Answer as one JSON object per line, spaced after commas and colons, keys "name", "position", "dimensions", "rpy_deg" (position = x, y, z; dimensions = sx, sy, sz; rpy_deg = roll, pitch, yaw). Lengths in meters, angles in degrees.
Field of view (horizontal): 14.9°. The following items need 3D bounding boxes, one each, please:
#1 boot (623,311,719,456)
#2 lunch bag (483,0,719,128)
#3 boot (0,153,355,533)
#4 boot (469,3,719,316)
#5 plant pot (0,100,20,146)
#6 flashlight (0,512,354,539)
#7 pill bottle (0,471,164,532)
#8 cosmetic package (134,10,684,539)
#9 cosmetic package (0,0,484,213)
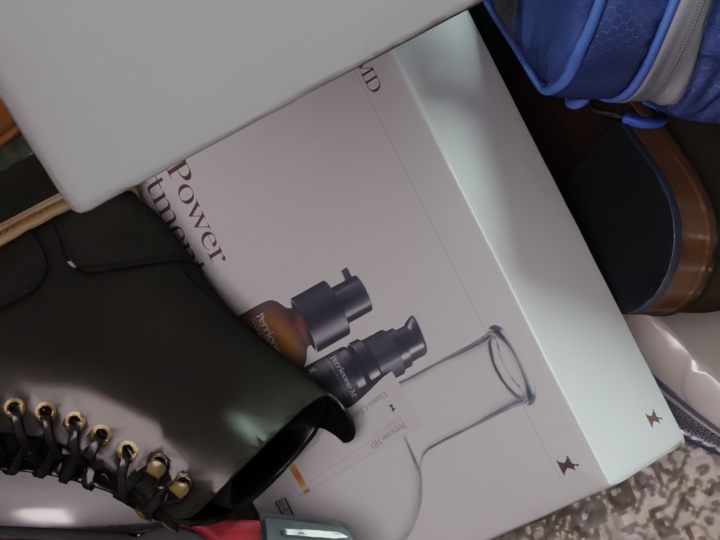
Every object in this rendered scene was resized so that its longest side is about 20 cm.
{"name": "boot", "position": [0.072, 0.024, 0.975], "dimensions": [0.200, 0.073, 0.090], "rpy_deg": [38, 123, 6]}
{"name": "lunch bag", "position": [0.106, -0.136, 0.841], "dimensions": [0.132, 0.136, 0.201], "rpy_deg": [10, 115, -18]}
{"name": "boot", "position": [-0.111, 0.053, 0.874], "dimensions": [0.138, 0.078, 0.200], "rpy_deg": [42, 62, 18]}
{"name": "boot", "position": [0.094, -0.067, 0.962], "dimensions": [0.075, 0.097, 0.200], "rpy_deg": [-44, 54, 39]}
{"name": "plant pot", "position": [-0.180, -0.098, 0.894], "dimensions": [0.140, 0.200, 0.201], "rpy_deg": [-24, 88, -3]}
{"name": "flashlight", "position": [-0.103, 0.109, 0.897], "dimensions": [0.199, 0.068, 0.068], "rpy_deg": [3, 64, -9]}
{"name": "pill bottle", "position": [-0.104, 0.122, 0.993], "dimensions": [0.113, 0.114, 0.201], "rpy_deg": [0, 94, 14]}
{"name": "cosmetic package", "position": [0.000, 0.000, 0.926], "dimensions": [0.151, 0.052, 0.200], "rpy_deg": [-30, 86, 40]}
{"name": "cosmetic package", "position": [-0.047, -0.149, 0.718], "dimensions": [0.166, 0.200, 0.168], "rpy_deg": [-28, 112, 1]}
